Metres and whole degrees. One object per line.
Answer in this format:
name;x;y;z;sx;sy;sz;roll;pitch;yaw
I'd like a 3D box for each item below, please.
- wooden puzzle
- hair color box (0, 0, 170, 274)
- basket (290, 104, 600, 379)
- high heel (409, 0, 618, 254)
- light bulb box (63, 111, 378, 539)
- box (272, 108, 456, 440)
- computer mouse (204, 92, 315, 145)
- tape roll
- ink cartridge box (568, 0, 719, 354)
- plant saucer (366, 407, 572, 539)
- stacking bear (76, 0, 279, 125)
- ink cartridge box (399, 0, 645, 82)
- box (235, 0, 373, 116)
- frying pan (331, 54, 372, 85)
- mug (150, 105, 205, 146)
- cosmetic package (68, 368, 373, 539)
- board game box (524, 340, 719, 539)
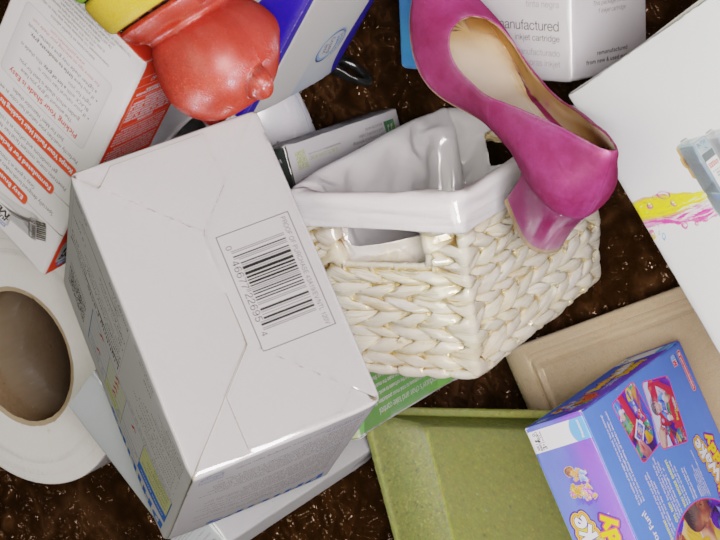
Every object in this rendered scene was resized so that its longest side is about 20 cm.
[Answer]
wooden puzzle;0.207;0.110;1.203;0.199;0.037;0.186;-22;91;41
hair color box;-0.194;-0.108;1.192;0.111;0.064;0.200;44;129;12
basket;0.063;-0.022;1.162;0.135;0.200;0.124;2;112;33
high heel;0.088;-0.114;1.043;0.096;0.067;0.201;122;137;-52
light bulb box;-0.095;0.041;1.129;0.200;0.124;0.200;120;129;-69
box;0.000;0.000;1.238;0.036;0.144;0.202;-11;97;35
computer mouse;-0.060;-0.069;1.255;0.044;0.109;0.201;37;150;57
tape roll;-0.218;0.048;1.402;0.201;0.139;0.205;10;109;30
ink cartridge box;0.249;-0.067;1.050;0.144;0.145;0.201;-33;84;36
plant saucer;0.107;0.182;1.260;0.199;0.048;0.201;-3;106;46
stacking bear;-0.119;-0.182;1.068;0.121;0.114;0.201;-24;102;45
ink cartridge box;0.098;-0.227;1.131;0.146;0.086;0.202;10;111;43
box;-0.078;-0.237;1.147;0.200;0.105;0.184;44;135;11
frying pan;-0.084;-0.191;1.286;0.031;0.188;0.116;128;149;-51
mug;-0.166;-0.128;1.326;0.175;0.148;0.201;34;91;23
cosmetic package;-0.088;0.106;1.293;0.151;0.199;0.052;52;131;10
board game box;0.191;0.161;1.122;0.045;0.134;0.201;-22;91;40
